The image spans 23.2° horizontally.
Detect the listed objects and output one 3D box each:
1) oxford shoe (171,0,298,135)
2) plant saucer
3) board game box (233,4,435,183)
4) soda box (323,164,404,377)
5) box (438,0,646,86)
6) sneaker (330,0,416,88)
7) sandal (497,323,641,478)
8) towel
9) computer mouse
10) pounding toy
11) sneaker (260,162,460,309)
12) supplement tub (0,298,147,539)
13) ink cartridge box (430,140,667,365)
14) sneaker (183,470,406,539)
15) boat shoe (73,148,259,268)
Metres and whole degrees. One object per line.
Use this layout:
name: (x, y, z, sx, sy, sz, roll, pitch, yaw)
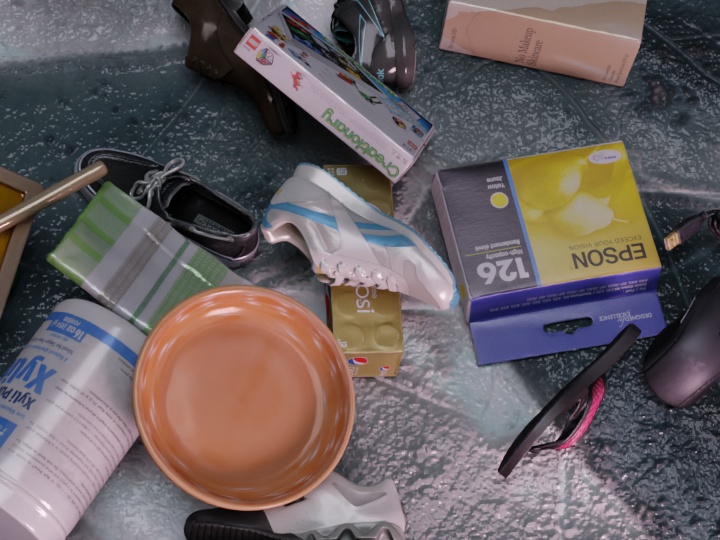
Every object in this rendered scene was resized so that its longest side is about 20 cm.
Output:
oxford shoe: (-0.128, -0.208, 1.771, 0.084, 0.073, 0.200, -32, 69, 0)
plant saucer: (-0.104, 0.113, 1.538, 0.200, 0.037, 0.200, 6, 72, -17)
board game box: (-0.022, -0.175, 1.707, 0.200, 0.126, 0.035, 39, 112, -2)
soda box: (0.000, 0.000, 1.678, 0.068, 0.064, 0.200, -1, 65, -6)
box: (0.187, -0.262, 1.802, 0.200, 0.095, 0.078, 11, 65, 2)
sneaker: (0.006, -0.280, 1.805, 0.079, 0.075, 0.200, -7, 65, -5)
sandal: (0.205, 0.127, 1.634, 0.200, 0.075, 0.045, -42, 86, -23)
towel: (-0.177, 0.009, 1.608, 0.200, 0.031, 0.149, 37, 31, -8)
computer mouse: (0.333, 0.027, 1.685, 0.200, 0.046, 0.140, -39, 91, -21)
pounding toy: (-0.368, -0.036, 1.602, 0.200, 0.142, 0.184, 24, 63, -22)
sneaker: (0.002, -0.015, 1.615, 0.200, 0.077, 0.081, 33, 74, 16)
supplement tub: (-0.269, 0.137, 1.553, 0.132, 0.132, 0.200, 30, 65, 9)
ink cartridge box: (0.187, -0.020, 1.715, 0.197, 0.047, 0.200, -9, 64, -10)
sneaker: (-0.059, 0.217, 1.573, 0.200, 0.074, 0.089, 3, 55, -10)
boat shoe: (-0.188, -0.070, 1.692, 0.199, 0.068, 0.074, 32, 66, 10)
